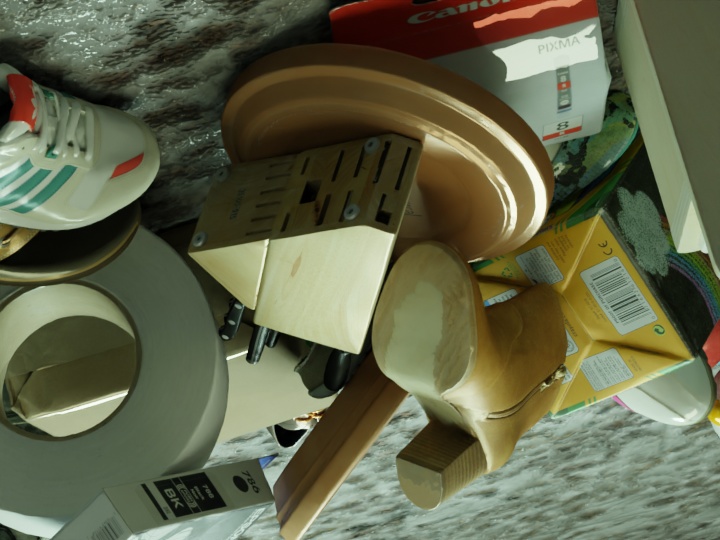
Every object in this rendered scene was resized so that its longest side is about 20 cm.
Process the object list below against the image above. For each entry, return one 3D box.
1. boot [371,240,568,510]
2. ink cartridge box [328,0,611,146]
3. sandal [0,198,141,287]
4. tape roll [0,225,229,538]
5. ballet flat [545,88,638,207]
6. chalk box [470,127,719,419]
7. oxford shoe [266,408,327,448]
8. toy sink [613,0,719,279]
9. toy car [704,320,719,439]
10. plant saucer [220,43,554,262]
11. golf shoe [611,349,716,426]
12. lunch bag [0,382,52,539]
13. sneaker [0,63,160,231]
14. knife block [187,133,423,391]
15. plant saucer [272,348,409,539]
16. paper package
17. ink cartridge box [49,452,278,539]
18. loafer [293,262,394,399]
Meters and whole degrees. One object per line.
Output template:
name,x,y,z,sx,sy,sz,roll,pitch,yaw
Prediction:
boot,0.075,0.038,1.375,0.144,0.071,0.202,-40,141,-41
ink cartridge box,0.068,-0.115,1.320,0.162,0.050,0.200,-14,165,-2
sandal,-0.221,-0.034,1.318,0.199,0.080,0.054,-1,137,-24
tape roll,-0.184,0.064,1.413,0.202,0.203,0.071,-14,161,-1
ballet flat,0.088,-0.066,1.461,0.200,0.074,0.074,-32,155,35
chalk box,0.176,-0.017,1.512,0.124,0.125,0.200,-26,-166,35
oxford shoe,-0.036,0.083,1.781,0.071,0.073,0.200,-8,160,-17
toy sink,0.237,-0.082,1.310,0.130,0.201,0.112,-15,162,-2
toy car,0.314,0.090,1.870,0.176,0.201,0.184,-5,159,-26
plant saucer,0.013,-0.059,1.314,0.200,0.032,0.200,14,152,7
golf shoe,0.169,0.044,1.627,0.073,0.200,0.092,-56,157,19
lunch bag,-0.285,0.162,1.671,0.139,0.168,0.200,-10,161,-15
sneaker,-0.183,-0.070,1.221,0.199,0.071,0.093,3,161,-36
knife block,-0.009,0.005,1.339,0.199,0.064,0.176,-9,142,39
plant saucer,0.003,0.091,1.480,0.200,0.037,0.200,-53,177,-3
paper package,-0.131,0.054,1.579,0.190,0.104,0.200,-17,161,8
ink cartridge box,-0.122,0.165,1.392,0.099,0.039,0.200,-45,162,24
loafer,0.000,0.000,1.476,0.200,0.070,0.075,-61,173,34
